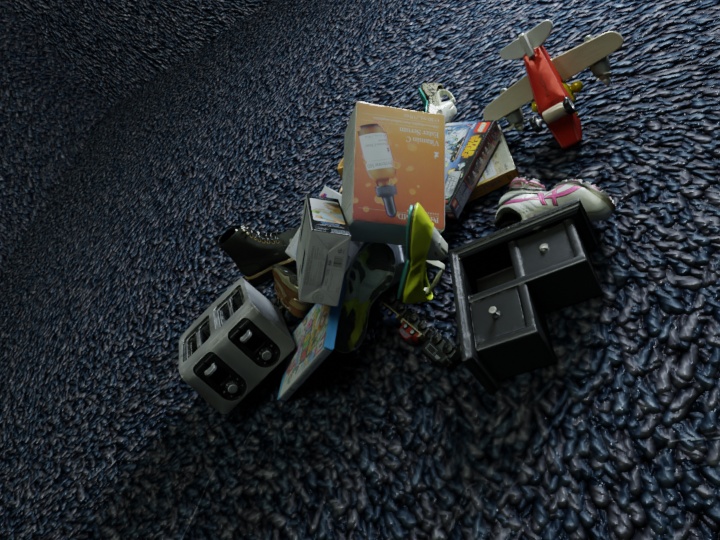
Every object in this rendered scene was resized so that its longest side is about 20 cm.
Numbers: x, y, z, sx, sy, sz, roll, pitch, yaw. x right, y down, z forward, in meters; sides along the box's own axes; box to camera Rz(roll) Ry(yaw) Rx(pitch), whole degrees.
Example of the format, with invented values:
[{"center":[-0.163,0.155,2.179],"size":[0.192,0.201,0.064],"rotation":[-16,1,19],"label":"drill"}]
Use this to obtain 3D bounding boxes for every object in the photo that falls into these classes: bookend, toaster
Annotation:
[{"center":[0.233,0.035,0.786],"size":[0.198,0.092,0.201],"rotation":[-22,42,24],"label":"bookend"},{"center":[-0.225,0.127,1.059],"size":[0.181,0.119,0.200],"rotation":[-43,24,1],"label":"toaster"}]

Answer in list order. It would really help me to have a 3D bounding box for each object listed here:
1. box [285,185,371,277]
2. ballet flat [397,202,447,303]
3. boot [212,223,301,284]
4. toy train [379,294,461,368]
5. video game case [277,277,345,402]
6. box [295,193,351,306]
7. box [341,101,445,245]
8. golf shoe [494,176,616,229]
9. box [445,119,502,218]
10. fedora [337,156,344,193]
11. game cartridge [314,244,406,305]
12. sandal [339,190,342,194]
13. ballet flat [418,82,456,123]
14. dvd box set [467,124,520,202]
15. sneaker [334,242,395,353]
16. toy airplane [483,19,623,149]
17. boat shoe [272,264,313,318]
[{"center":[-0.046,-0.059,1.081],"size":[0.200,0.041,0.156],"rotation":[33,93,49],"label":"box"},{"center":[0.096,-0.020,0.878],"size":[0.067,0.201,0.067],"rotation":[10,48,6],"label":"ballet flat"},{"center":[-0.195,-0.069,1.235],"size":[0.200,0.138,0.078],"rotation":[-37,37,5],"label":"boot"},{"center":[0.085,0.094,0.911],"size":[0.046,0.034,0.200],"rotation":[-53,36,2],"label":"toy train"},{"center":[-0.083,0.115,0.968],"size":[0.200,0.018,0.144],"rotation":[-51,23,45],"label":"video game case"},{"center":[-0.064,-0.038,0.927],"size":[0.200,0.060,0.117],"rotation":[-107,26,-66],"label":"box"},{"center":[0.052,-0.151,0.951],"size":[0.106,0.151,0.201],"rotation":[131,142,-71],"label":"box"},{"center":[0.289,-0.087,0.881],"size":[0.092,0.073,0.200],"rotation":[-57,29,-10],"label":"golf shoe"},{"center":[0.157,-0.187,1.066],"size":[0.136,0.040,0.201],"rotation":[10,62,45],"label":"box"},{"center":[0.018,-0.221,1.233],"size":[0.200,0.082,0.201],"rotation":[-29,36,23],"label":"fedora"},{"center":[0.000,0.000,1.079],"size":[0.199,0.040,0.134],"rotation":[-26,43,20],"label":"game cartridge"},{"center":[0.027,-0.191,1.131],"size":[0.199,0.045,0.075],"rotation":[-32,35,21],"label":"sandal"},{"center":[0.170,-0.356,1.265],"size":[0.075,0.068,0.201],"rotation":[-12,41,11],"label":"ballet flat"},{"center":[0.187,-0.180,1.093],"size":[0.199,0.029,0.147],"rotation":[-25,40,20],"label":"dvd box set"},{"center":[-0.008,0.042,0.983],"size":[0.201,0.074,0.085],"rotation":[-63,12,-15],"label":"sneaker"},{"center":[0.332,-0.328,1.023],"size":[0.199,0.141,0.200],"rotation":[30,106,38],"label":"toy airplane"},{"center":[-0.135,0.038,1.117],"size":[0.200,0.075,0.074],"rotation":[-146,74,-70],"label":"boat shoe"}]
